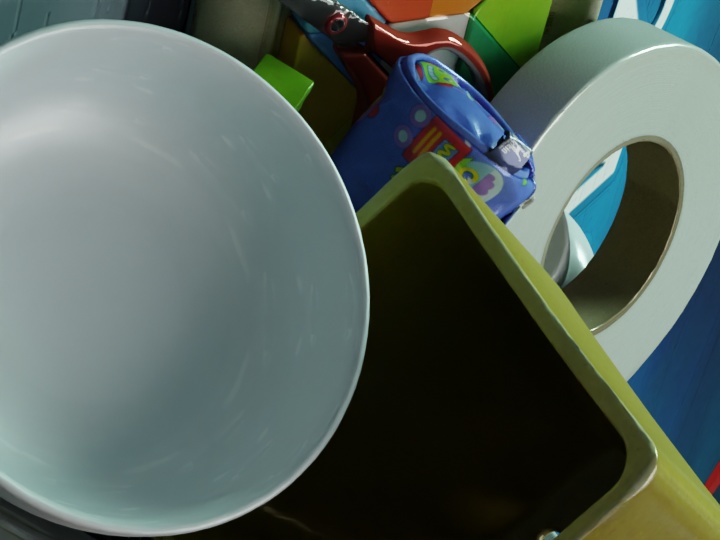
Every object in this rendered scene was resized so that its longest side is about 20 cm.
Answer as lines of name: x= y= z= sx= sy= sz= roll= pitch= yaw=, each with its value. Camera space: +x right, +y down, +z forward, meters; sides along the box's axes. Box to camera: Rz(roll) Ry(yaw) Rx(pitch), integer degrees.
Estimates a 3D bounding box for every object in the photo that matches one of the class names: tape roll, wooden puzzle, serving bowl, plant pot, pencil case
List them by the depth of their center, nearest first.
serving bowl: x=-0.099 y=0.007 z=1.094 sx=0.200 sy=0.200 sz=0.066 roll=-53 pitch=-166 yaw=-27
plant pot: x=0.052 y=0.111 z=1.200 sx=0.194 sy=0.196 sz=0.200 roll=-42 pitch=141 yaw=10
pencil case: x=0.000 y=0.000 z=1.258 sx=0.200 sy=0.087 sz=0.078 roll=-52 pitch=-169 yaw=18
wooden puzzle: x=0.019 y=-0.102 z=1.288 sx=0.199 sy=0.037 sz=0.186 roll=-7 pitch=132 yaw=-24
tape roll: x=0.107 y=-0.022 z=1.354 sx=0.202 sy=0.037 sz=0.203 roll=-30 pitch=135 yaw=-36

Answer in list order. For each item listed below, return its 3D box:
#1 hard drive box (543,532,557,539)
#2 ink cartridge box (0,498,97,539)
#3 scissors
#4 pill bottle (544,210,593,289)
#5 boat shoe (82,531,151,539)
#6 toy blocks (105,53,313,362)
hard drive box: x=0.082 y=0.195 z=1.426 sx=0.077 sy=0.156 sz=0.200 roll=-28 pitch=-159 yaw=-6
ink cartridge box: x=-0.179 y=0.186 z=1.152 sx=0.201 sy=0.146 sz=0.083 roll=-62 pitch=165 yaw=4
scissors: x=-0.001 y=-0.109 z=1.237 sx=0.073 sy=0.014 sz=0.200 roll=-34 pitch=139 yaw=2
pill bottle: x=0.070 y=0.025 z=1.492 sx=0.113 sy=0.112 sz=0.200 roll=-56 pitch=161 yaw=-19
boat shoe: x=-0.154 y=0.168 z=1.243 sx=0.200 sy=0.060 sz=0.076 roll=-49 pitch=-172 yaw=13
toy blocks: x=-0.102 y=0.010 z=1.227 sx=0.200 sy=0.100 sz=0.137 roll=-57 pitch=175 yaw=-37
